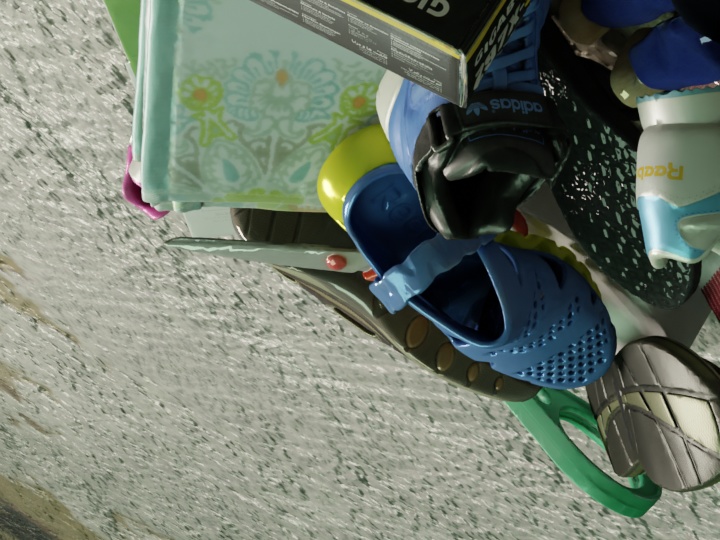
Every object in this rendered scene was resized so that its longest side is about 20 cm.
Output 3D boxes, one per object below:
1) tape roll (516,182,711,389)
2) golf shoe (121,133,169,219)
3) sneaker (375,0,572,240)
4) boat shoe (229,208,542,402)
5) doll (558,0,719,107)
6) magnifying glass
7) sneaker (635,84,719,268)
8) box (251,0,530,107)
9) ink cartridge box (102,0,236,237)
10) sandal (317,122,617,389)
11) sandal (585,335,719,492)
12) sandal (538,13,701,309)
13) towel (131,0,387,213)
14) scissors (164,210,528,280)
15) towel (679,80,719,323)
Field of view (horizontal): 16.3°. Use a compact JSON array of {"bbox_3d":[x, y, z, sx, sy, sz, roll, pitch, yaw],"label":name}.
[{"bbox_3d":[0.104,-0.016,1.403,0.202,0.071,0.203,28,159,12],"label":"tape roll"},{"bbox_3d":[-0.092,-0.089,1.495,0.075,0.092,0.200,34,157,-2],"label":"golf shoe"},{"bbox_3d":[0.064,-0.101,1.129,0.076,0.112,0.200,0,135,-23],"label":"sneaker"},{"bbox_3d":[0.019,0.003,1.385,0.200,0.075,0.073,35,175,-1],"label":"boat shoe"},{"bbox_3d":[0.156,-0.129,1.096,0.137,0.048,0.200,50,156,-9],"label":"doll"},{"bbox_3d":[0.093,0.067,1.435,0.200,0.022,0.080,40,-160,0],"label":"magnifying glass"},{"bbox_3d":[0.208,-0.031,1.119,0.199,0.081,0.076,6,175,-23],"label":"sneaker"},{"bbox_3d":[-0.002,-0.181,1.052,0.199,0.160,0.049,28,159,14],"label":"box"},{"bbox_3d":[-0.066,-0.108,1.379,0.103,0.060,0.200,-7,139,10],"label":"ink cartridge box"},{"bbox_3d":[0.058,0.012,1.263,0.200,0.079,0.087,33,-156,-35],"label":"sandal"},{"bbox_3d":[0.167,0.070,1.329,0.201,0.057,0.080,169,89,-82],"label":"sandal"},{"bbox_3d":[0.116,-0.075,1.251,0.201,0.048,0.075,57,146,1],"label":"sandal"},{"bbox_3d":[-0.024,-0.107,1.231,0.170,0.048,0.201,1,135,-8],"label":"towel"},{"bbox_3d":[0.000,0.000,1.330,0.199,0.014,0.073,-6,136,9],"label":"scissors"},{"bbox_3d":[0.202,0.003,1.225,0.201,0.023,0.144,63,165,13],"label":"towel"}]
